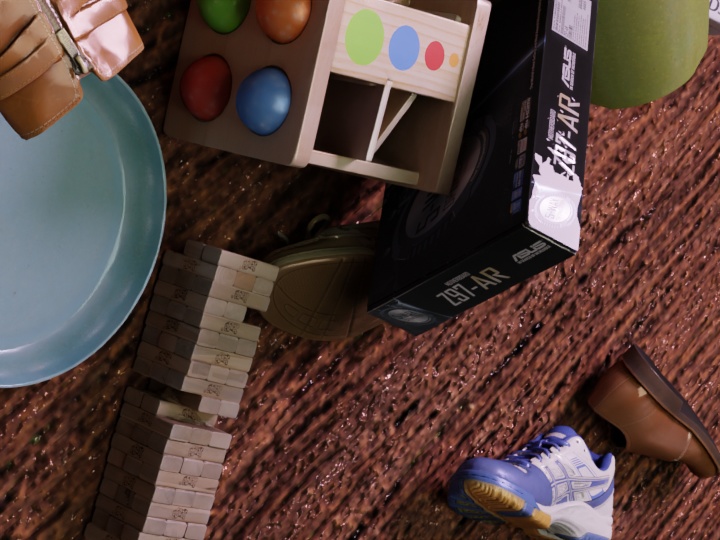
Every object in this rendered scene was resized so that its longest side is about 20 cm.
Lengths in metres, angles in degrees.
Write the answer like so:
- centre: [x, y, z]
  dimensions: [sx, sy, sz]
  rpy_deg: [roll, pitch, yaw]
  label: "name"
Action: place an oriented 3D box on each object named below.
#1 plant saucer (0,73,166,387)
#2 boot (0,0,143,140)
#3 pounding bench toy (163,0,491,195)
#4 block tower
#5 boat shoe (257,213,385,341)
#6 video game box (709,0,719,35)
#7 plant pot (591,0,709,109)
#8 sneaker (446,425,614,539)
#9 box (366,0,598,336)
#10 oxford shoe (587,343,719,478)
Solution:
- centre: [-0.198, -0.032, 1.063]
  dimensions: [0.200, 0.027, 0.201]
  rpy_deg: [-16, 113, -41]
  label: "plant saucer"
- centre: [-0.159, -0.183, 0.996]
  dimensions: [0.200, 0.077, 0.155]
  rpy_deg: [-46, 114, -20]
  label: "boot"
- centre: [-0.019, -0.163, 1.135]
  dimensions: [0.156, 0.124, 0.201]
  rpy_deg: [9, 95, -46]
  label: "pounding bench toy"
- centre: [-0.113, 0.084, 1.163]
  dimensions: [0.058, 0.054, 0.200]
  rpy_deg: [17, 90, -46]
  label: "block tower"
- centre: [0.000, 0.000, 1.258]
  dimensions: [0.200, 0.063, 0.073]
  rpy_deg: [-1, 129, -43]
  label: "boat shoe"
- centre: [0.271, -0.301, 1.446]
  dimensions: [0.182, 0.047, 0.201]
  rpy_deg: [13, 93, -48]
  label: "video game box"
- centre: [0.170, -0.220, 1.277]
  dimensions: [0.200, 0.200, 0.190]
  rpy_deg: [-49, 140, -24]
  label: "plant pot"
- centre: [0.134, 0.160, 1.435]
  dimensions: [0.200, 0.075, 0.088]
  rpy_deg: [27, 71, -53]
  label: "sneaker"
- centre: [0.079, -0.075, 1.185]
  dimensions: [0.043, 0.160, 0.200]
  rpy_deg: [26, 56, -27]
  label: "box"
- centre: [0.248, 0.132, 1.549]
  dimensions: [0.071, 0.071, 0.200]
  rpy_deg: [-40, 135, 8]
  label: "oxford shoe"
